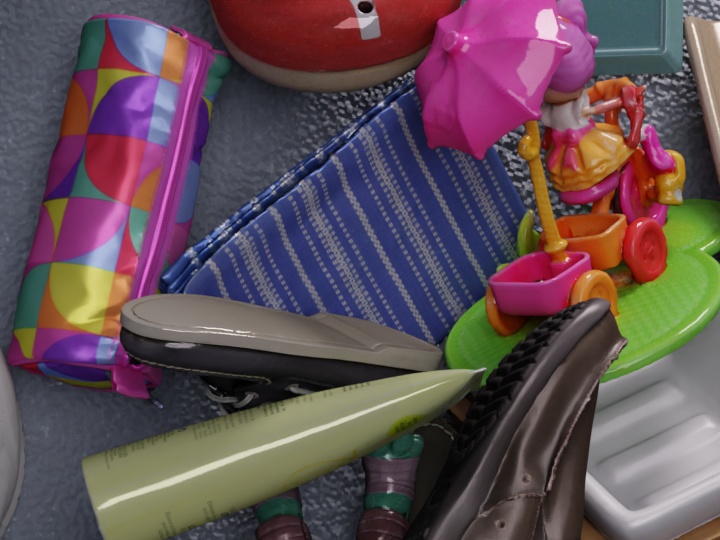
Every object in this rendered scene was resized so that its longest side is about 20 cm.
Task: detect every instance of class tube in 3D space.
[{"bbox_3d":[-0.034,0.084,1.450,0.200,0.058,0.052,-19,123,-4],"label":"tube"}]

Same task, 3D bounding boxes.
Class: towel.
[{"bbox_3d":[0.000,0.000,1.548,0.200,0.024,0.145,-40,125,-15],"label":"towel"}]

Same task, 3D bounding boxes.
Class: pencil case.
[{"bbox_3d":[-0.121,-0.031,1.540,0.088,0.088,0.200,11,78,-8],"label":"pencil case"}]

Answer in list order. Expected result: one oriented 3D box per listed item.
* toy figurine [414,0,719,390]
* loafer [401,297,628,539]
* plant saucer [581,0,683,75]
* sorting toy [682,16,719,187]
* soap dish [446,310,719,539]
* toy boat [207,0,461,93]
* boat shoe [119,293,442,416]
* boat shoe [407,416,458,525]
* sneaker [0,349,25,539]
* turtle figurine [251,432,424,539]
[{"bbox_3d":[0.103,-0.065,1.520,0.200,0.150,0.184,-40,121,-42],"label":"toy figurine"},{"bbox_3d":[0.075,0.106,1.427,0.071,0.073,0.200,33,81,-8],"label":"loafer"},{"bbox_3d":[0.142,-0.206,1.643,0.070,0.019,0.200,-1,79,14],"label":"plant saucer"},{"bbox_3d":[0.280,-0.059,1.619,0.200,0.036,0.185,1,55,-14],"label":"sorting toy"},{"bbox_3d":[0.152,0.088,1.521,0.157,0.200,0.081,-24,125,-15],"label":"soap dish"},{"bbox_3d":[-0.021,-0.193,1.542,0.130,0.131,0.200,-12,61,-11],"label":"toy boat"},{"bbox_3d":[-0.041,0.054,1.483,0.200,0.073,0.063,8,103,-45],"label":"boat shoe"},{"bbox_3d":[0.051,0.168,1.545,0.072,0.060,0.202,-8,81,-12],"label":"boat shoe"},{"bbox_3d":[-0.209,0.122,1.497,0.076,0.081,0.200,9,76,-7],"label":"sneaker"},{"bbox_3d":[-0.010,0.177,1.469,0.150,0.101,0.200,4,57,-15],"label":"turtle figurine"}]
